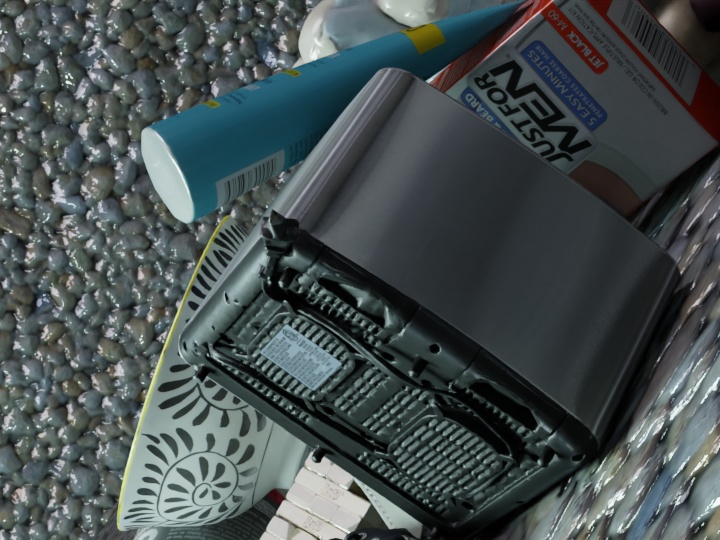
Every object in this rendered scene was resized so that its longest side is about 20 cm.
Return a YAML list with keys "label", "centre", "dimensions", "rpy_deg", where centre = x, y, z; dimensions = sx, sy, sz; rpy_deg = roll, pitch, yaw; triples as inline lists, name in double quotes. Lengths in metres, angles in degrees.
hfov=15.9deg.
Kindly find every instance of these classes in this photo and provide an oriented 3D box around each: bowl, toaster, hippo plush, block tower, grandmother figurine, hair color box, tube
- label: "bowl"
  centre: [-0.070, 0.077, 1.560]
  dimensions: [0.201, 0.094, 0.202]
  rpy_deg: [20, -90, -87]
- label: "toaster"
  centre: [0.029, 0.019, 1.193]
  dimensions: [0.119, 0.180, 0.200]
  rpy_deg: [-59, 5, -26]
- label: "hippo plush"
  centre: [0.058, -0.086, 1.555]
  dimensions: [0.159, 0.161, 0.200]
  rpy_deg: [-43, -27, 21]
- label: "block tower"
  centre: [-0.001, 0.125, 1.399]
  dimensions: [0.201, 0.054, 0.058]
  rpy_deg: [-58, -37, -9]
- label: "grandmother figurine"
  centre: [0.202, -0.164, 1.303]
  dimensions: [0.121, 0.061, 0.200]
  rpy_deg: [-30, -17, -53]
- label: "hair color box"
  centre: [0.077, -0.056, 1.318]
  dimensions: [0.200, 0.111, 0.064]
  rpy_deg: [-40, 11, 28]
- label: "tube"
  centre: [-0.011, -0.087, 1.276]
  dimensions: [0.199, 0.051, 0.077]
  rpy_deg: [-27, 8, -21]

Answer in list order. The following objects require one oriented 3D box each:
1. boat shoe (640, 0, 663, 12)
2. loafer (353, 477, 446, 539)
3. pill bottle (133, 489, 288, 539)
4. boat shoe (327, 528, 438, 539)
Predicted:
- label: "boat shoe"
  centre: [0.144, -0.154, 1.423]
  dimensions: [0.072, 0.069, 0.200]
  rpy_deg: [-46, -13, 14]
- label: "loafer"
  centre: [-0.002, 0.072, 1.337]
  dimensions: [0.200, 0.069, 0.070]
  rpy_deg: [61, 143, 43]
- label: "pill bottle"
  centre: [-0.102, 0.213, 1.594]
  dimensions: [0.111, 0.110, 0.200]
  rpy_deg: [-54, 7, 29]
- label: "boat shoe"
  centre: [0.001, 0.157, 1.249]
  dimensions: [0.075, 0.066, 0.199]
  rpy_deg: [-65, 7, -10]
